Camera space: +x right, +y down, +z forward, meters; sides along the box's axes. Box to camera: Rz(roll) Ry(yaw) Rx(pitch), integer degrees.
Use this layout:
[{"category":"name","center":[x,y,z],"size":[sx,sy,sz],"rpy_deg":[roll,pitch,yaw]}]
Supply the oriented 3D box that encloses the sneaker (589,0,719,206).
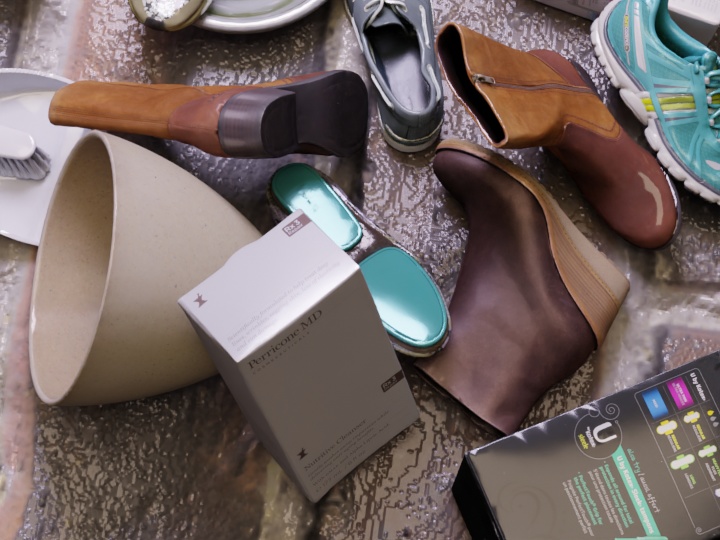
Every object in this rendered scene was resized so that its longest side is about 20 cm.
[{"category":"sneaker","center":[0.260,-0.134,1.295],"size":[0.201,0.080,0.077],"rpy_deg":[54,36,0]}]

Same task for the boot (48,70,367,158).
[{"category":"boot","center":[-0.112,-0.121,1.286],"size":[0.199,0.188,0.069],"rpy_deg":[7,111,30]}]

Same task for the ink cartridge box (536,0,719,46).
[{"category":"ink cartridge box","center":[0.210,-0.270,1.359],"size":[0.199,0.068,0.117],"rpy_deg":[20,74,3]}]

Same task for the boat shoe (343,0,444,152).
[{"category":"boat shoe","center":[0.029,-0.199,1.336],"size":[0.072,0.062,0.202],"rpy_deg":[-9,74,-4]}]

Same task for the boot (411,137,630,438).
[{"category":"boot","center":[0.094,0.011,1.270],"size":[0.200,0.072,0.166],"rpy_deg":[42,75,6]}]

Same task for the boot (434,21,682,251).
[{"category":"boot","center":[0.154,-0.099,1.238],"size":[0.068,0.200,0.189],"rpy_deg":[-31,74,26]}]

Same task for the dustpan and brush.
[{"category":"dustpan and brush","center":[-0.323,-0.108,1.300],"size":[0.198,0.057,0.141],"rpy_deg":[13,74,2]}]

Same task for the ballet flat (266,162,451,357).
[{"category":"ballet flat","center":[0.000,0.000,1.269],"size":[0.072,0.072,0.200],"rpy_deg":[-37,66,-11]}]

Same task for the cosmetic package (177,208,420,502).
[{"category":"cosmetic package","center":[-0.039,0.064,1.181],"size":[0.113,0.200,0.081],"rpy_deg":[-39,55,-10]}]

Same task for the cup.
[{"category":"cup","center":[-0.150,0.010,1.220],"size":[0.142,0.200,0.202],"rpy_deg":[11,72,-26]}]

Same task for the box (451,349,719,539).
[{"category":"box","center":[0.183,0.163,1.189],"size":[0.199,0.149,0.125],"rpy_deg":[-21,74,-8]}]

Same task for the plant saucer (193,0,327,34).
[{"category":"plant saucer","center":[-0.097,-0.281,1.363],"size":[0.198,0.050,0.202],"rpy_deg":[0,73,-1]}]

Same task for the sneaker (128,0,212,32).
[{"category":"sneaker","center":[-0.137,-0.286,1.291],"size":[0.076,0.089,0.202],"rpy_deg":[14,74,3]}]
